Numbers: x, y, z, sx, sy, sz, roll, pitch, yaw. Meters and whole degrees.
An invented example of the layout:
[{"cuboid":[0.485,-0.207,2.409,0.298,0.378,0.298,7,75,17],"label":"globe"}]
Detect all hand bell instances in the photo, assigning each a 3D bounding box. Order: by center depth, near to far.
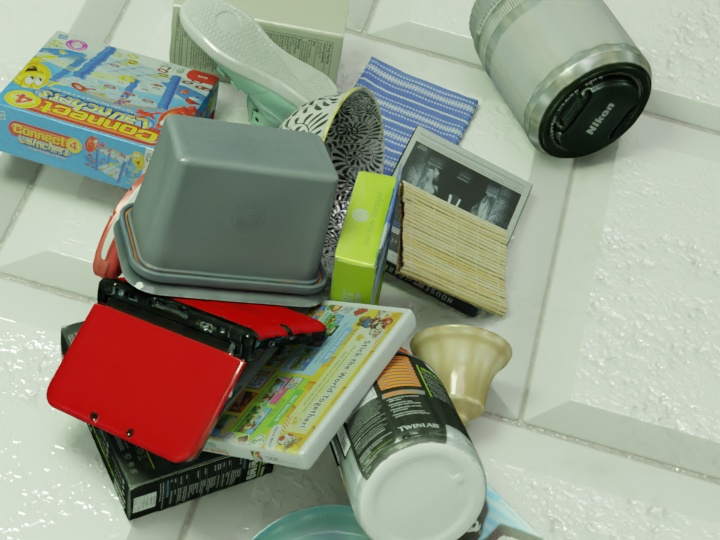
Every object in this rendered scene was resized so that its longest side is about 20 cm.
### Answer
[{"cuboid":[0.090,0.166,1.567,0.103,0.104,0.202,8,62,-3],"label":"hand bell"}]

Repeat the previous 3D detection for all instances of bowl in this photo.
[{"cuboid":[-0.052,-0.098,1.689,0.093,0.202,0.202,11,47,20],"label":"bowl"}]

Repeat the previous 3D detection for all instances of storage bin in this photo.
[{"cuboid":[-0.117,-0.067,1.512,0.198,0.135,0.146,7,34,-22],"label":"storage bin"}]

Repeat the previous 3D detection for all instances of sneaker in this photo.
[{"cuboid":[-0.170,-0.050,1.604,0.115,0.078,0.201,33,66,5],"label":"sneaker"},{"cuboid":[-0.130,-0.210,1.795,0.200,0.118,0.074,36,53,-4],"label":"sneaker"}]

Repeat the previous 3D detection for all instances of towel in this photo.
[{"cuboid":[0.040,-0.160,1.855,0.143,0.024,0.201,22,50,7],"label":"towel"}]

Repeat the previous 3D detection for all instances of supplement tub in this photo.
[{"cuboid":[0.034,0.154,1.471,0.121,0.124,0.200,-2,26,-12],"label":"supplement tub"}]

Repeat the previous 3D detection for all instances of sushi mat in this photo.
[{"cuboid":[0.097,-0.020,1.652,0.012,0.199,0.097,-12,69,35],"label":"sushi mat"}]

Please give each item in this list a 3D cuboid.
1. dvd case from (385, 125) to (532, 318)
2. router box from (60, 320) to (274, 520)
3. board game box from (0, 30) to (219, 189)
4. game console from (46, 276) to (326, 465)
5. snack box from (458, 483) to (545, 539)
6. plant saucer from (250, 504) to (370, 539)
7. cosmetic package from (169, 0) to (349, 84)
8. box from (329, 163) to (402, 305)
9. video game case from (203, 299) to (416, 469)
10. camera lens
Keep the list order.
[{"cuboid":[0.092,-0.056,1.762,0.149,0.025,0.201,27,49,0],"label":"dvd case"},{"cuboid":[-0.186,0.124,1.548,0.148,0.062,0.201,-16,55,-21],"label":"router box"},{"cuboid":[-0.274,-0.173,1.751,0.198,0.056,0.196,16,32,3],"label":"board game box"},{"cuboid":[-0.159,0.085,1.488,0.199,0.120,0.172,18,14,36],"label":"game console"},{"cuboid":[0.124,0.284,1.462,0.116,0.037,0.200,-43,66,-9],"label":"snack box"},{"cuboid":[-0.025,0.304,1.430,0.198,0.028,0.202,-1,57,1],"label":"plant saucer"},{"cuboid":[-0.118,-0.272,1.868,0.198,0.104,0.074,10,48,-3],"label":"cosmetic package"},{"cuboid":[0.000,0.000,1.595,0.047,0.201,0.123,12,48,3],"label":"box"},{"cuboid":[-0.070,0.096,1.482,0.180,0.023,0.200,5,40,35],"label":"video game case"},{"cuboid":[0.230,-0.243,1.869,0.158,0.161,0.201,-14,54,-21],"label":"camera lens"}]
